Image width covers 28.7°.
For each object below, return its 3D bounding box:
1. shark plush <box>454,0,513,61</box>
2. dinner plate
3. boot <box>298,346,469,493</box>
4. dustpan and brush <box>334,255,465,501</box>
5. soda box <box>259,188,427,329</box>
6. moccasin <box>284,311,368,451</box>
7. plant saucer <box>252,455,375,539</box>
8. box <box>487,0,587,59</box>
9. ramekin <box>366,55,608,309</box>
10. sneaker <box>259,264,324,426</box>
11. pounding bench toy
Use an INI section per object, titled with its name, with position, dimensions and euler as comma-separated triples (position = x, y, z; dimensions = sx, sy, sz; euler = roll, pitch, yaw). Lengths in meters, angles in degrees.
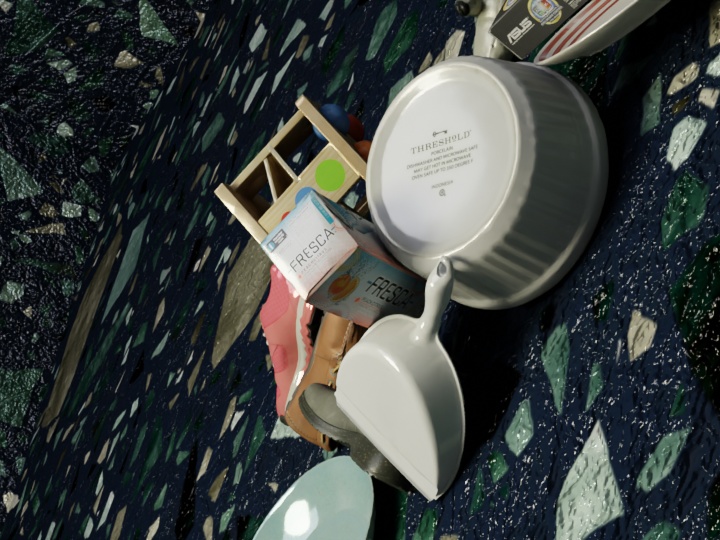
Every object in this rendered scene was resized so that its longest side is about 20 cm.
[shark plush]
position = 0.135, -0.273, 1.435
dimensions = 0.084, 0.089, 0.202
euler = 90, 179, -45
[dinner plate]
position = 0.219, -0.217, 1.093
dimensions = 0.200, 0.024, 0.200
euler = -40, 9, 8
[boot]
position = 0.025, 0.107, 1.263
dimensions = 0.132, 0.067, 0.200
euler = -61, 29, 0
[dustpan and brush]
position = 0.043, 0.070, 1.116
dimensions = 0.139, 0.057, 0.202
euler = 43, 148, 31
[soda box]
position = 0.000, 0.000, 1.157
dimensions = 0.064, 0.200, 0.069
euler = -45, 65, 9
[moccasin]
position = -0.009, 0.084, 1.368
dimensions = 0.073, 0.077, 0.203
euler = -5, -56, -60
[plant saucer]
position = -0.043, 0.263, 1.254
dimensions = 0.201, 0.039, 0.202
euler = -43, 26, 26
[box]
position = 0.206, -0.296, 1.231
dimensions = 0.200, 0.044, 0.161
euler = -39, 17, 54
[ramekin]
position = 0.091, -0.076, 1.121
dimensions = 0.201, 0.094, 0.206
euler = -13, 71, 41
[sneaker]
position = -0.065, 0.069, 1.443
dimensions = 0.073, 0.086, 0.202
euler = -30, -37, -40
[pounding bench toy]
position = -0.019, -0.063, 1.481
dimensions = 0.156, 0.200, 0.124
euler = -45, -15, 9
